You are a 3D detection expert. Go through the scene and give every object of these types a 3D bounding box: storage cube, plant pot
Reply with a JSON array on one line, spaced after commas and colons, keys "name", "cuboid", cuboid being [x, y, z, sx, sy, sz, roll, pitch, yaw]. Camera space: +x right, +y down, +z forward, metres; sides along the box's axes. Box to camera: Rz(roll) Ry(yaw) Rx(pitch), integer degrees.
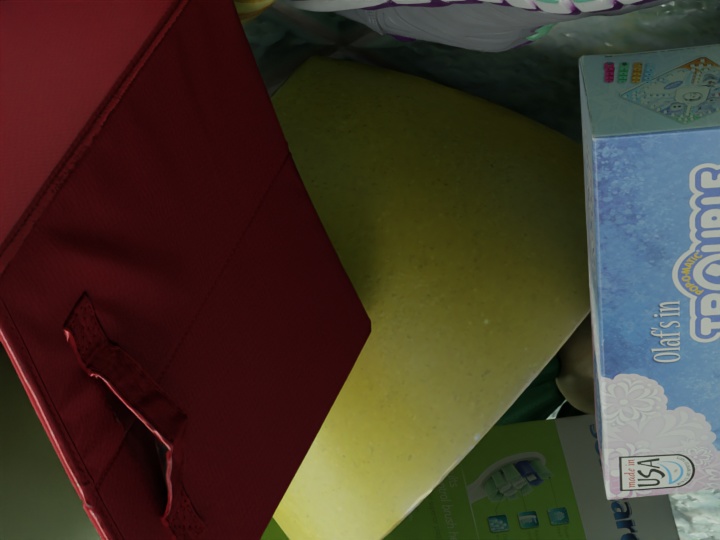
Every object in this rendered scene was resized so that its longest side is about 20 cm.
[{"name": "storage cube", "cuboid": [-0.124, 0.016, 1.016, 0.199, 0.180, 0.171, -2, 129, 29]}, {"name": "plant pot", "cuboid": [0.000, 0.000, 1.172, 0.142, 0.200, 0.200, 41, 149, -2]}]

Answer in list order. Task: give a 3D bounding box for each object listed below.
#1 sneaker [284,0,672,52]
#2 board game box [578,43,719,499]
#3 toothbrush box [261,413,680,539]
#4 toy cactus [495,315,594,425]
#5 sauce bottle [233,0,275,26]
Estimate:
[{"name": "sneaker", "cuboid": [0.065, -0.113, 1.041, 0.199, 0.075, 0.087, 4, 165, 40]}, {"name": "board game box", "cuboid": [0.179, -0.002, 1.043, 0.198, 0.044, 0.200, -5, 139, 3]}, {"name": "toothbrush box", "cuboid": [0.030, 0.145, 1.308, 0.199, 0.086, 0.146, -6, 143, -7]}, {"name": "toy cactus", "cuboid": [0.080, 0.052, 1.345, 0.165, 0.103, 0.200, -27, 135, 25]}, {"name": "sauce bottle", "cuboid": [-0.016, -0.141, 0.977, 0.066, 0.066, 0.200, 23, 150, -21]}]
